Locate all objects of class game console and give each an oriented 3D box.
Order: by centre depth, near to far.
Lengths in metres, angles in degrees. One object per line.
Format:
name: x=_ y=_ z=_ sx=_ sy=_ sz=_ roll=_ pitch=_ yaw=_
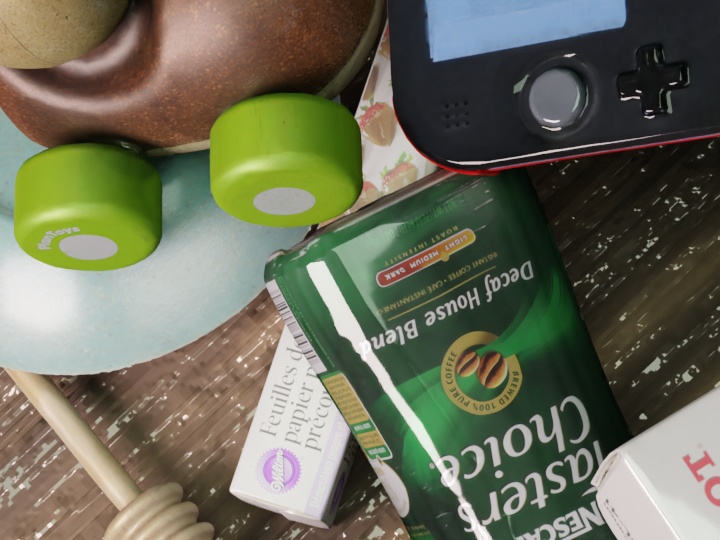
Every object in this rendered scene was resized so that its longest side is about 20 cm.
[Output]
game console: x=0.089 y=-0.138 z=0.934 sx=0.177 sy=0.031 sz=0.200 roll=-9 pitch=78 yaw=29

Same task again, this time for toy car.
toy car: x=-0.096 y=-0.117 z=0.939 sx=0.158 sy=0.200 sz=0.164 roll=-13 pitch=64 yaw=22

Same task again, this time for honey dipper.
honey dipper: x=-0.119 y=0.054 z=1.064 sx=0.038 sy=0.038 sz=0.200 roll=-39 pitch=73 yaw=-2

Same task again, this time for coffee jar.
coffee jar: x=0.051 y=0.063 z=0.992 sx=0.104 sy=0.085 sz=0.200 roll=-27 pitch=92 yaw=-11

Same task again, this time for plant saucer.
plant saucer: x=-0.109 y=-0.059 z=1.058 sx=0.201 sy=0.039 sz=0.201 roll=-5 pitch=65 yaw=11

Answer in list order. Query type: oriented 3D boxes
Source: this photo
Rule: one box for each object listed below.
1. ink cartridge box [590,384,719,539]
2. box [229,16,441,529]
ink cartridge box: x=0.202 y=0.077 z=0.917 sx=0.200 sy=0.086 sz=0.148 roll=-31 pitch=77 yaw=-10
box: x=0.000 y=0.000 z=1.055 sx=0.039 sy=0.041 sz=0.200 roll=17 pitch=81 yaw=9
